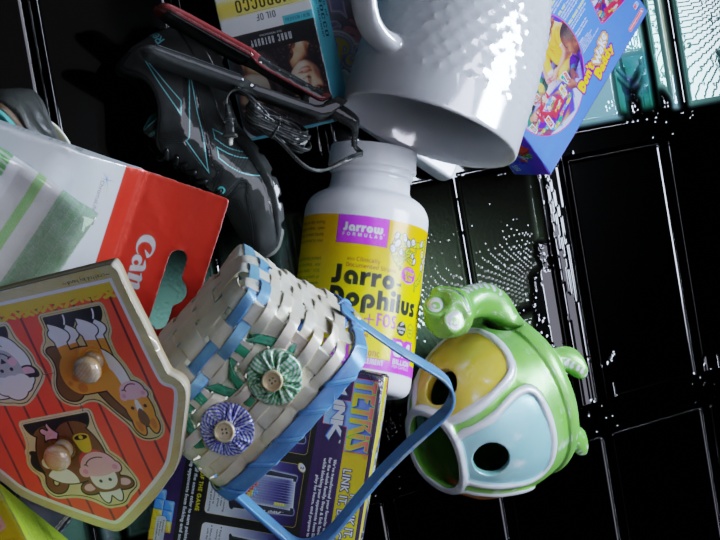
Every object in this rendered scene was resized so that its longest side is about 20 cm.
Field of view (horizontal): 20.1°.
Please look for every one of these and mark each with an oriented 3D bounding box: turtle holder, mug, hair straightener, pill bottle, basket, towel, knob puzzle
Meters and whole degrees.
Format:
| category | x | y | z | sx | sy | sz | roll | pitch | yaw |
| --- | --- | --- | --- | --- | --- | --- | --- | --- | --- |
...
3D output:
| category | x | y | z | sx | sy | sz | roll | pitch | yaw |
| --- | --- | --- | --- | --- | --- | --- | --- | --- | --- |
| turtle holder | 0.108 | 0.107 | 1.686 | 0.131 | 0.141 | 0.187 | -30 | 147 | -32 |
| mug | 0.064 | -0.201 | 1.607 | 0.199 | 0.147 | 0.177 | 30 | 73 | -43 |
| hair straightener | -0.084 | -0.127 | 1.573 | 0.199 | 0.041 | 0.078 | 28 | 76 | -19 |
| pill bottle | 0.000 | 0.000 | 1.658 | 0.103 | 0.104 | 0.202 | 11 | 81 | -32 |
| basket | -0.054 | 0.097 | 1.478 | 0.199 | 0.139 | 0.177 | 35 | 104 | -24 |
| towel | -0.310 | -0.033 | 1.440 | 0.199 | 0.023 | 0.153 | 35 | 93 | -8 |
| knob puzzle | -0.208 | 0.102 | 1.421 | 0.221 | 0.218 | 0.031 | 57 | 28 | -17 |

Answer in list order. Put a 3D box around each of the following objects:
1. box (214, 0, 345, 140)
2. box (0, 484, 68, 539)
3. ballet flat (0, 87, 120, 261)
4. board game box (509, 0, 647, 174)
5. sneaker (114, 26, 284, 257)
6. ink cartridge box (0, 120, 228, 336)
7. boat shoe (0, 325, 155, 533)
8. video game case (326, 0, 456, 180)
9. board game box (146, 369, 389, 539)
| category | x | y | z | sx | sy | sz | roll | pitch | yaw |
| --- | --- | --- | --- | --- | --- | --- | --- | --- | --- |
| box | -0.071 | -0.211 | 1.631 | 0.049 | 0.081 | 0.202 | -29 | 107 | -73 |
| box | -0.201 | 0.248 | 1.478 | 0.048 | 0.122 | 0.200 | -42 | 130 | 0 |
| ballet flat | -0.220 | -0.051 | 1.539 | 0.201 | 0.068 | 0.068 | 64 | 32 | -11 |
| board game box | 0.164 | -0.204 | 1.795 | 0.135 | 0.045 | 0.201 | 50 | 60 | -32 |
| sneaker | -0.126 | -0.096 | 1.610 | 0.079 | 0.075 | 0.202 | -26 | 93 | -22 |
| ink cartridge box | -0.213 | -0.007 | 1.484 | 0.198 | 0.047 | 0.162 | 18 | 95 | -5 |
| boat shoe | -0.210 | 0.126 | 1.537 | 0.075 | 0.062 | 0.201 | 41 | 67 | -26 |
| video game case | 0.033 | -0.204 | 1.740 | 0.199 | 0.023 | 0.184 | 31 | 71 | -28 |
| board game box | -0.074 | 0.165 | 1.570 | 0.163 | 0.057 | 0.202 | 10 | 88 | 3 |
